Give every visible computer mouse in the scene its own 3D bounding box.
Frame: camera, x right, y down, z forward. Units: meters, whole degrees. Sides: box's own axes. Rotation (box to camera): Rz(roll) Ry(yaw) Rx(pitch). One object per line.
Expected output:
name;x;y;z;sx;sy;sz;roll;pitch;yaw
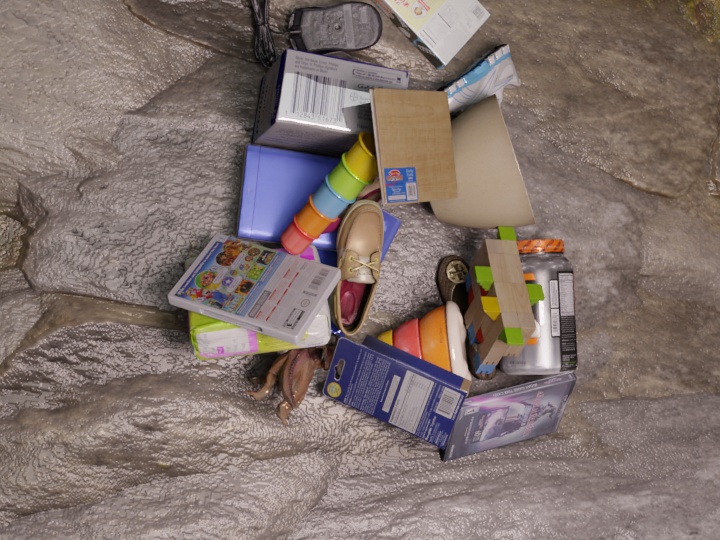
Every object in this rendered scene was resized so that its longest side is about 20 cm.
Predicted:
computer mouse;-0.071;-0.388;1.719;0.197;0.046;0.143;-12;94;-5

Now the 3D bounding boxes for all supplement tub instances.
supplement tub;0.269;0.056;1.752;0.121;0.122;0.204;-2;87;-16

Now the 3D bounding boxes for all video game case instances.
video game case;0.222;0.222;1.730;0.197;0.144;0.019;-11;51;-16
video game case;-0.144;0.022;1.564;0.197;0.018;0.144;16;46;18

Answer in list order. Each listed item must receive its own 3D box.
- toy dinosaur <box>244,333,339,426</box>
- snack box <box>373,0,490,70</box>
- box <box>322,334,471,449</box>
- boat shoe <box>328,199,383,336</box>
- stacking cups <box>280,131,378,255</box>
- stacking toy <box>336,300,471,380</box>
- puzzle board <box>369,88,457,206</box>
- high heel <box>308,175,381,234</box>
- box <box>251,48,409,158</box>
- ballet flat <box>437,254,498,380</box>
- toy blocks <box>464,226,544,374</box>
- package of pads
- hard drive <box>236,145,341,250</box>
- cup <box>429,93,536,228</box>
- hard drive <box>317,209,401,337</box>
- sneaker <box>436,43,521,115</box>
toy dinosaur;-0.090;0.137;1.621;0.086;0.200;0.136;41;92;-1
snack box;0.094;-0.425;1.771;0.200;0.037;0.116;45;76;-10
box;0.050;0.169;1.645;0.198;0.122;0.033;23;38;6
boat shoe;0.000;0.000;1.636;0.073;0.067;0.203;1;116;-17
stacking cups;-0.035;-0.099;1.572;0.060;0.061;0.200;35;120;-11
stacking toy;0.061;0.128;1.697;0.197;0.146;0.149;-7;89;8
puzzle board;0.073;-0.169;1.558;0.199;0.017;0.153;-11;96;-56
high heel;0.000;-0.116;1.625;0.199;0.096;0.068;-37;96;-14
box;-0.047;-0.231;1.634;0.181;0.200;0.107;8;85;-15
ballet flat;0.171;0.073;1.761;0.066;0.046;0.203;-17;92;-16
toy blocks;0.196;0.057;1.677;0.098;0.137;0.202;3;55;-15
package of pads;-0.145;0.044;1.603;0.197;0.069;0.156;-7;44;-6
hard drive;-0.077;-0.102;1.676;0.197;0.025;0.134;7;85;-14
cup;0.167;-0.145;1.713;0.141;0.200;0.203;-18;92;8
hard drive;-0.038;-0.018;1.716;0.131;0.025;0.202;29;80;-13
sneaker;0.173;-0.265;1.769;0.199;0.075;0.087;-36;103;-15
